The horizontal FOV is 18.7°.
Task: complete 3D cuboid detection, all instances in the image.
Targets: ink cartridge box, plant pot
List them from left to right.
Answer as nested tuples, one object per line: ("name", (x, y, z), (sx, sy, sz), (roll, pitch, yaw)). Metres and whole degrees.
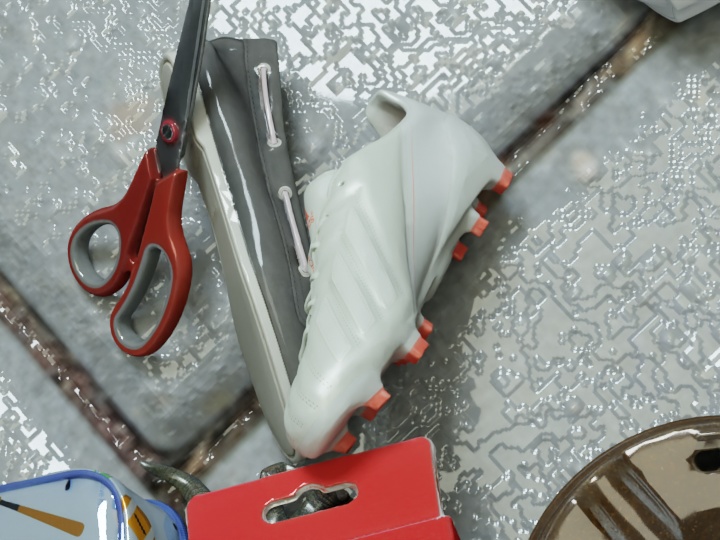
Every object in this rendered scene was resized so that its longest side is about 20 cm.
("ink cartridge box", (-0.004, 0.174, 0.863), (0.116, 0.067, 0.201), (-15, 49, 9))
("plant pot", (0.147, 0.144, 0.867), (0.199, 0.198, 0.201), (-2, 78, 9))

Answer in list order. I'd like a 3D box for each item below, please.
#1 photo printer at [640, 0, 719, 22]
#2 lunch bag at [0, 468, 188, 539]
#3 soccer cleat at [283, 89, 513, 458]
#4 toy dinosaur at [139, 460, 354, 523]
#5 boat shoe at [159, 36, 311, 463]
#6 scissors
("photo printer", (0.135, -0.224, 1.007), (0.166, 0.069, 0.200), (-45, 76, -1))
("lunch bag", (-0.144, 0.190, 0.940), (0.160, 0.076, 0.201), (-11, 64, 22))
("soccer cleat", (0.000, 0.000, 0.949), (0.077, 0.069, 0.200), (32, 47, -3))
("toy dinosaur", (-0.028, 0.145, 0.959), (0.199, 0.077, 0.103), (31, 78, 11))
("boat shoe", (-0.037, -0.015, 0.996), (0.057, 0.067, 0.201), (-15, 79, -15))
("scissors", (-0.081, -0.048, 0.981), (0.073, 0.014, 0.200), (47, 126, 25))
